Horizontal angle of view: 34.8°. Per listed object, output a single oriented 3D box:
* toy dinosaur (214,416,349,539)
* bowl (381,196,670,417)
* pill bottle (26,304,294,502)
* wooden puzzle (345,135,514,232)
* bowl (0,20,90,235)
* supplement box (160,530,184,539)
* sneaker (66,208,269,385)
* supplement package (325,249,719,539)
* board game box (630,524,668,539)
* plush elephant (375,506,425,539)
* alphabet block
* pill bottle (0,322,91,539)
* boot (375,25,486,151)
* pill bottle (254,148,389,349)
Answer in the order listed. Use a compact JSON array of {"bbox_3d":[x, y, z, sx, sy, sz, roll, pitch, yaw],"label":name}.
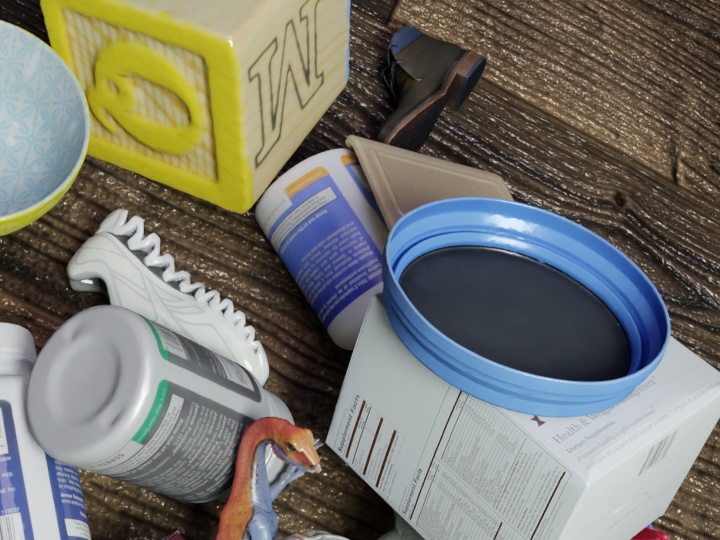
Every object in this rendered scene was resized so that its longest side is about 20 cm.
[{"bbox_3d":[-0.077,0.199,0.824,0.199,0.105,0.182,-27,119,-30],"label":"toy dinosaur"},{"bbox_3d":[0.109,0.022,0.781,0.200,0.040,0.201,11,35,-8],"label":"bowl"},{"bbox_3d":[-0.138,0.108,0.851,0.200,0.113,0.114,36,39,-53],"label":"pill bottle"},{"bbox_3d":[0.086,-0.034,1.024,0.184,0.037,0.200,11,39,-38],"label":"wooden puzzle"},{"bbox_3d":[-0.327,-0.100,0.944,0.199,0.108,0.201,9,60,-16],"label":"bowl"},{"bbox_3d":[-0.115,0.296,0.792,0.200,0.109,0.061,51,18,6],"label":"supplement box"},{"bbox_3d":[-0.162,0.039,0.968,0.200,0.075,0.081,40,62,11],"label":"sneaker"},{"bbox_3d":[0.120,0.104,0.838,0.191,0.148,0.200,-20,49,-42],"label":"supplement package"},{"bbox_3d":[0.220,0.256,0.947,0.158,0.039,0.200,-52,132,-33],"label":"board game box"},{"bbox_3d":[0.071,0.248,0.902,0.200,0.155,0.165,29,86,41],"label":"plush elephant"},{"bbox_3d":[-0.135,-0.205,1.012,0.195,0.197,0.200,20,51,17],"label":"alphabet block"},{"bbox_3d":[-0.261,0.145,0.828,0.110,0.111,0.201,-5,64,-27],"label":"pill bottle"},{"bbox_3d":[0.046,-0.188,1.200,0.097,0.075,0.200,33,45,12],"label":"boot"},{"bbox_3d":[0.000,0.000,1.032,0.112,0.112,0.200,-23,73,-33],"label":"pill bottle"}]
